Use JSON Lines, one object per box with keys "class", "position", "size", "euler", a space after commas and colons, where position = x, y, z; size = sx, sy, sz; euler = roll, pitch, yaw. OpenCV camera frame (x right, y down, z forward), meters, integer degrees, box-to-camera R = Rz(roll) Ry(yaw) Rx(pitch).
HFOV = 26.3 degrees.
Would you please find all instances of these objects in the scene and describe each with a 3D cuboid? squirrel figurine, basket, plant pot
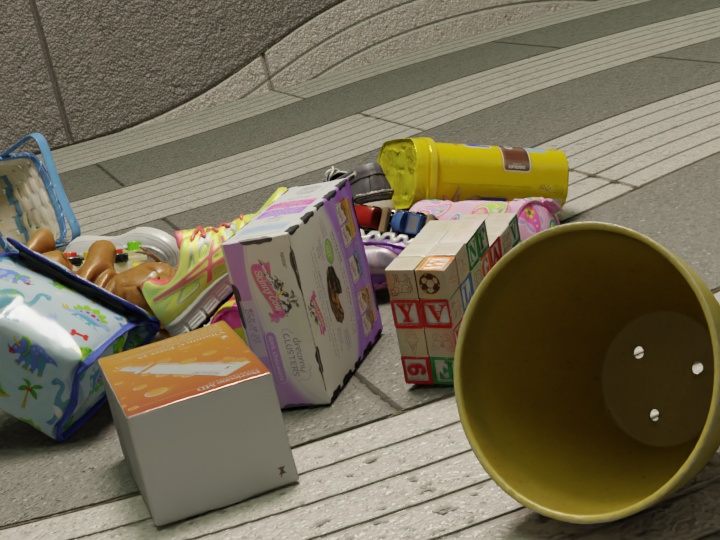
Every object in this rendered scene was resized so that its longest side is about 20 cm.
{"class": "squirrel figurine", "position": [-0.299, 0.051, 1.736], "size": [0.186, 0.142, 0.200], "euler": [2, 33, 18]}
{"class": "basket", "position": [-0.528, -0.110, 2.410], "size": [0.139, 0.177, 0.199], "euler": [-22, 5, -44]}
{"class": "plant pot", "position": [0.186, 0.075, 1.082], "size": [0.199, 0.201, 0.142], "euler": [-3, -8, 35]}

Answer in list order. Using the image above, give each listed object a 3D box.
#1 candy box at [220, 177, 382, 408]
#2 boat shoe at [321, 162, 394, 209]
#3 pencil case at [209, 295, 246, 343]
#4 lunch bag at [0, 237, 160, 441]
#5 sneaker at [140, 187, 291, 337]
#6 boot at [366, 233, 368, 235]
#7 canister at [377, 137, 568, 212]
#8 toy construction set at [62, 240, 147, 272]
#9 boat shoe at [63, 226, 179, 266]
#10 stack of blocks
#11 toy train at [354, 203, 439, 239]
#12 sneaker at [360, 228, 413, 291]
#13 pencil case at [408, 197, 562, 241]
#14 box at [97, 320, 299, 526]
{"class": "candy box", "position": [-0.051, 0.019, 1.489], "size": [0.071, 0.169, 0.200], "euler": [-8, 15, 19]}
{"class": "boat shoe", "position": [-0.014, -0.099, 1.878], "size": [0.072, 0.063, 0.200], "euler": [-11, 5, -21]}
{"class": "pencil case", "position": [-0.093, 0.048, 1.604], "size": [0.088, 0.089, 0.200], "euler": [-8, 17, 19]}
{"class": "lunch bag", "position": [-0.313, 0.056, 1.556], "size": [0.169, 0.128, 0.200], "euler": [28, 25, 7]}
{"class": "sneaker", "position": [-0.149, -0.021, 1.596], "size": [0.200, 0.090, 0.078], "euler": [-46, -1, -2]}
{"class": "boot", "position": [0.005, -0.024, 1.828], "size": [0.154, 0.077, 0.200], "euler": [-6, 8, 12]}
{"class": "canister", "position": [0.136, -0.113, 1.870], "size": [0.199, 0.087, 0.148], "euler": [2, 1, -18]}
{"class": "toy construction set", "position": [-0.348, 0.013, 1.927], "size": [0.199, 0.093, 0.131], "euler": [-23, 10, -33]}
{"class": "boat shoe", "position": [-0.333, -0.013, 2.092], "size": [0.199, 0.072, 0.069], "euler": [2, 42, 29]}
{"class": "stack of blocks", "position": [0.095, 0.010, 1.450], "size": [0.058, 0.116, 0.200], "euler": [0, 24, 26]}
{"class": "toy train", "position": [0.012, -0.060, 1.741], "size": [0.199, 0.034, 0.046], "euler": [10, -7, 43]}
{"class": "sneaker", "position": [0.000, 0.000, 1.710], "size": [0.199, 0.089, 0.081], "euler": [12, -18, 12]}
{"class": "pencil case", "position": [0.137, -0.041, 1.706], "size": [0.087, 0.088, 0.199], "euler": [-24, 14, -35]}
{"class": "box", "position": [-0.143, 0.125, 1.314], "size": [0.124, 0.098, 0.200], "euler": [-17, 15, -13]}
